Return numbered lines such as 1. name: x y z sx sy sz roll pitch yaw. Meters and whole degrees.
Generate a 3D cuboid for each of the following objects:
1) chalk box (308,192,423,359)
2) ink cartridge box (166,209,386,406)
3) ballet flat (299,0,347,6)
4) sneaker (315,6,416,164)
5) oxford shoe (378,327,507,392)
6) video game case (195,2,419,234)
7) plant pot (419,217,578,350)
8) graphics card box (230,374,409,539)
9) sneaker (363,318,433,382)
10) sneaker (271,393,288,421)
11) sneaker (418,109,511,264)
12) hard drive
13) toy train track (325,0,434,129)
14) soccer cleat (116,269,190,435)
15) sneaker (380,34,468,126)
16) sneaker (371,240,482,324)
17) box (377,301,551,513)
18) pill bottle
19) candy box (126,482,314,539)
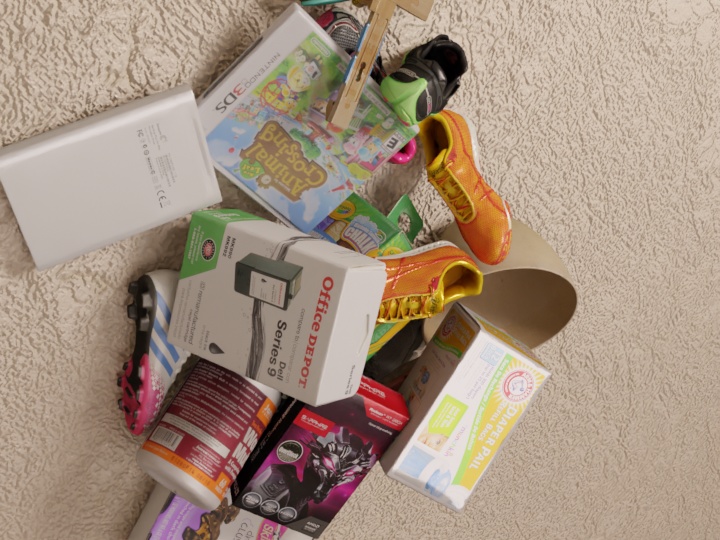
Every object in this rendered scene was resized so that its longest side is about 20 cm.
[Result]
1. chalk box: 0.000 0.000 1.231 0.200 0.124 0.125 -42 135 -6
2. ink cartridge box: -0.088 0.034 1.084 0.084 0.198 0.148 -5 111 -61
3. ballet flat: 0.015 -0.313 1.095 0.198 0.066 0.068 -13 104 -34
4. sneaker: 0.007 -0.200 1.144 0.081 0.075 0.201 -42 133 -6
5. oxford shoe: 0.092 0.122 1.309 0.198 0.074 0.072 -26 108 -3
6. video game case: -0.065 -0.149 1.101 0.182 0.022 0.199 -41 126 15
7. plant pot: 0.161 0.005 1.329 0.197 0.136 0.202 -8 144 -6
8. graphics card box: -0.049 0.206 1.210 0.124 0.051 0.201 28 110 -26
9. sneaker: 0.007 0.120 1.358 0.115 0.075 0.202 22 93 -38
10. sneaker: -0.104 0.171 1.301 0.198 0.078 0.080 -18 136 -27
11. sneaker: 0.112 -0.094 1.214 0.076 0.202 0.073 -2 150 -40
12. hard drive: -0.245 -0.091 1.039 0.198 0.026 0.133 -22 129 -14
13. toy train track: 0.007 -0.241 1.048 0.114 0.032 0.203 16 98 -44
14. soccer cleat: -0.215 0.093 1.166 0.085 0.070 0.203 -5 120 -34
15. sneaker: 0.084 -0.210 1.130 0.083 0.200 0.077 -31 104 24
16. sneaker: 0.047 0.022 1.143 0.198 0.077 0.074 -23 131 -23
17. box: 0.113 0.158 1.229 0.112 0.101 0.202 29 98 -19
18. pill bottle: -0.157 0.157 1.191 0.201 0.109 0.110 -58 138 -21
19. candy box: -0.164 0.317 1.303 0.198 0.072 0.169 24 102 -22
